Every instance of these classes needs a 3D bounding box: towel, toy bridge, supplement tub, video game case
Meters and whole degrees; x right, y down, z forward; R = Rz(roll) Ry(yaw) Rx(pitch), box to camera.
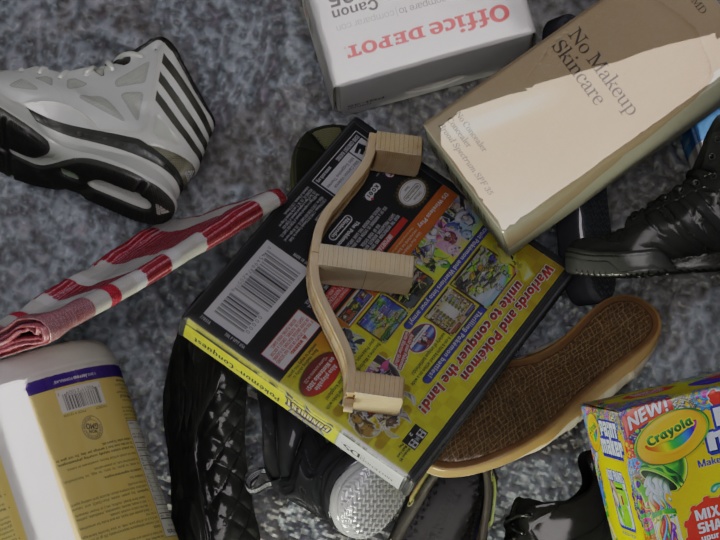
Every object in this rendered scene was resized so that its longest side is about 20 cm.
[{"bbox_3d":[-0.157,0.003,1.599,0.200,0.144,0.023,-32,100,-34],"label":"towel"},{"bbox_3d":[0.000,0.000,1.586,0.067,0.027,0.200,8,60,-5],"label":"toy bridge"},{"bbox_3d":[-0.198,0.159,1.611,0.145,0.145,0.200,-19,82,-2],"label":"supplement tub"},{"bbox_3d":[0.013,0.019,1.609,0.181,0.026,0.200,35,60,8],"label":"video game case"}]

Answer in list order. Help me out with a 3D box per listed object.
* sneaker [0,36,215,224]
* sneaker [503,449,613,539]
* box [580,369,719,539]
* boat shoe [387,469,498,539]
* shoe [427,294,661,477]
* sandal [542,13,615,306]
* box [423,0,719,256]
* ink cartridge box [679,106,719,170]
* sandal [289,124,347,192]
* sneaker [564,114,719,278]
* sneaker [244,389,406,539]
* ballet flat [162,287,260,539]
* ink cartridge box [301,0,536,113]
[{"bbox_3d":[-0.191,-0.116,1.701,0.200,0.076,0.115,24,61,12],"label":"sneaker"},{"bbox_3d":[0.116,0.199,1.636,0.091,0.076,0.200,46,75,-4],"label":"sneaker"},{"bbox_3d":[0.263,0.152,1.546,0.200,0.122,0.193,-14,90,-6],"label":"box"},{"bbox_3d":[0.038,0.209,1.644,0.072,0.061,0.201,18,82,2],"label":"boat shoe"},{"bbox_3d":[0.117,0.086,1.637,0.200,0.053,0.070,-29,61,-23],"label":"shoe"},{"bbox_3d":[0.136,-0.076,1.683,0.043,0.076,0.200,-7,80,26],"label":"sandal"},{"bbox_3d":[0.148,-0.107,1.604,0.200,0.078,0.095,-37,78,-2],"label":"box"},{"bbox_3d":[0.305,-0.047,1.667,0.146,0.086,0.200,-16,83,-1],"label":"ink cartridge box"},{"bbox_3d":[-0.020,-0.006,1.666,0.080,0.057,0.201,12,55,-4],"label":"sandal"},{"bbox_3d":[0.229,-0.051,1.603,0.200,0.060,0.104,-3,88,15],"label":"sneaker"},{"bbox_3d":[-0.001,0.079,1.654,0.114,0.076,0.200,14,57,28],"label":"sneaker"},{"bbox_3d":[-0.096,0.110,1.672,0.057,0.066,0.200,7,80,-40],"label":"ballet flat"},{"bbox_3d":[0.025,-0.225,1.696,0.146,0.083,0.200,-16,82,-2],"label":"ink cartridge box"}]
